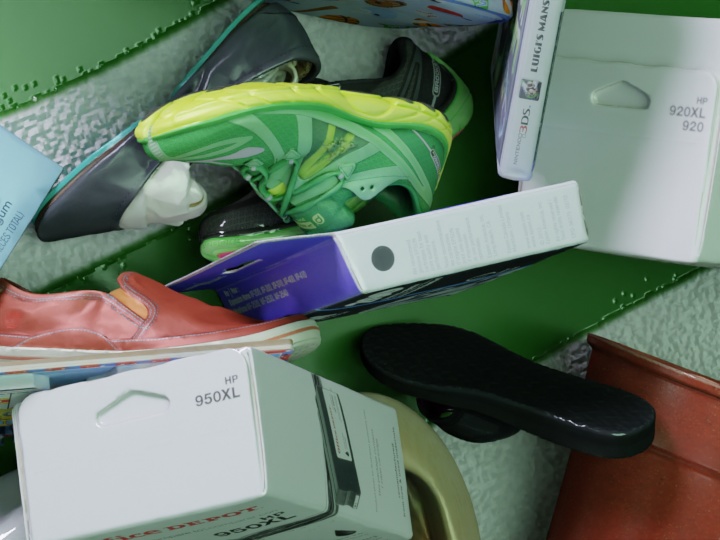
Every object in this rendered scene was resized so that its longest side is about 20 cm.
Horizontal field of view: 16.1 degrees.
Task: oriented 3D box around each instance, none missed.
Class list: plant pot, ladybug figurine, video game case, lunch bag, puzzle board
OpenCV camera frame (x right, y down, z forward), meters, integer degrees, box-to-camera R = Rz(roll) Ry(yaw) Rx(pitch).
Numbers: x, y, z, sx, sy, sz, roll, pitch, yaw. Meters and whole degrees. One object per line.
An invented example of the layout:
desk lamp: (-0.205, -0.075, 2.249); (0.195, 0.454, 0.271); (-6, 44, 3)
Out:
plant pot: (0.200, 0.165, 1.577); (0.201, 0.201, 0.195); (20, 91, -24)
ladybug figurine: (0.002, 0.165, 1.541); (0.136, 0.072, 0.200); (-13, 98, -23)
video game case: (0.102, -0.170, 1.484); (0.023, 0.200, 0.182); (8, 112, -2)
lunch bag: (-0.006, -0.189, 1.476); (0.200, 0.160, 0.076); (9, 88, -24)
puzzle board: (-0.145, 0.071, 1.406); (0.200, 0.151, 0.017); (-5, 75, -12)

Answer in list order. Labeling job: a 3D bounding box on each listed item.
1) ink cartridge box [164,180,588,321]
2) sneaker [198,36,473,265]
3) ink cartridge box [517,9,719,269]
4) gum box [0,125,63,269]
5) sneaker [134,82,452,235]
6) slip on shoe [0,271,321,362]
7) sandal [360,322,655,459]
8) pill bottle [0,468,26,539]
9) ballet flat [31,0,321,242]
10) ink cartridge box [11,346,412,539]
ink cartridge box: (0.000, 0.000, 1.466); (0.200, 0.198, 0.043); (-10, 85, -24)
sneaker: (-0.025, -0.070, 1.528); (0.200, 0.077, 0.084); (-37, 92, -24)
ink cartridge box: (0.216, -0.074, 1.557); (0.200, 0.147, 0.145); (6, 92, -46)
gum box: (-0.293, -0.041, 1.411); (0.200, 0.045, 0.170); (35, 78, -22)
sneaker: (-0.031, -0.062, 1.433); (0.200, 0.074, 0.084); (4, 87, -33)
slip on shoe: (-0.122, 0.030, 1.443); (0.200, 0.074, 0.061); (0, 84, 11)
sandal: (0.080, 0.081, 1.519); (0.075, 0.200, 0.048); (-27, 129, -47)
pill bottle: (-0.160, 0.215, 1.447); (0.109, 0.109, 0.200); (-39, 107, -19)
ballet flat: (-0.099, -0.073, 1.476); (0.200, 0.073, 0.073); (-44, 109, -13)
ink cartridge box: (-0.078, 0.111, 1.395); (0.200, 0.145, 0.084); (28, 50, -63)
